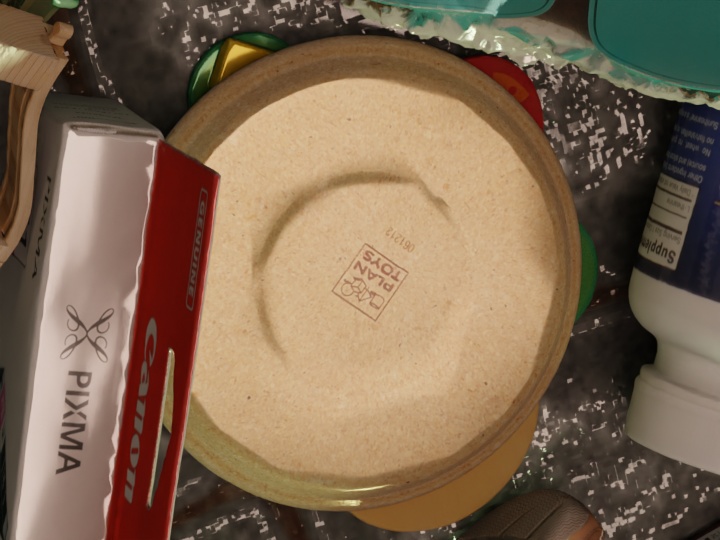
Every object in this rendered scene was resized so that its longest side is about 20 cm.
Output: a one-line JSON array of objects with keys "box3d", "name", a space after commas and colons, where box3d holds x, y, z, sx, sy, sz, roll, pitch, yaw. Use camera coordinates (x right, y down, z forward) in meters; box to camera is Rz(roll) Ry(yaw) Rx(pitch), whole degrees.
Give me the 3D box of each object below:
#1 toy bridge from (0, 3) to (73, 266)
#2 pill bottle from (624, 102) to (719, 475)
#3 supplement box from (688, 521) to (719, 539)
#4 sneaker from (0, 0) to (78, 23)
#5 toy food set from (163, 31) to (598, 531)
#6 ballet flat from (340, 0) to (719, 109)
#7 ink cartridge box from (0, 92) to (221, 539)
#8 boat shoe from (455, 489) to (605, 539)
[{"box3d": [-0.161, -0.019, 1.025, 0.067, 0.027, 0.200, 16, 126, -39], "name": "toy bridge"}, {"box3d": [0.173, -0.018, 1.113, 0.110, 0.111, 0.201, 13, 97, -17], "name": "pill bottle"}, {"box3d": [0.238, 0.134, 1.174, 0.199, 0.086, 0.111, -30, 107, -7], "name": "supplement box"}, {"box3d": [-0.117, -0.122, 1.042, 0.088, 0.077, 0.201, 17, 100, -29], "name": "sneaker"}, {"box3d": [0.000, 0.000, 1.104, 0.199, 0.049, 0.199, 18, 95, -17], "name": "toy food set"}, {"box3d": [0.085, -0.110, 1.070, 0.199, 0.072, 0.072, 16, 97, 8], "name": "ballet flat"}, {"box3d": [-0.104, 0.044, 1.019, 0.043, 0.174, 0.201, 6, 99, -17], "name": "ink cartridge box"}, {"box3d": [0.044, 0.181, 1.144, 0.072, 0.076, 0.200, 30, 101, -22], "name": "boat shoe"}]
